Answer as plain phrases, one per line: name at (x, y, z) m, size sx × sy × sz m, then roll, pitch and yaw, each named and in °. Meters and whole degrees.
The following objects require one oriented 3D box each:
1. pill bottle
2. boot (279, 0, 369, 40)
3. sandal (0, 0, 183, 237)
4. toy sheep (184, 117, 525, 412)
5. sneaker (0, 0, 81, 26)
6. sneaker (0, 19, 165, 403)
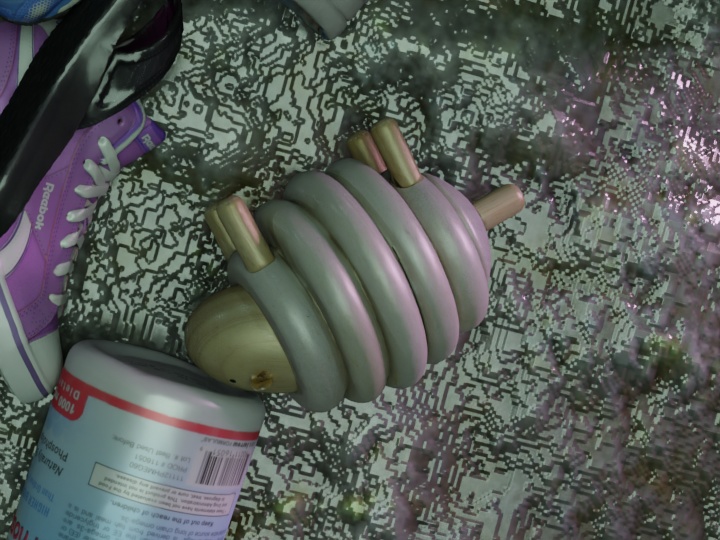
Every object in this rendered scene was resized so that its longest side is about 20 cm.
pill bottle at (-0.130, 0.145, 0.775) m, size 0.109 × 0.109 × 0.200 m, roll 19°, pitch 91°, yaw -8°
boot at (-0.053, -0.198, 0.748) m, size 0.200 × 0.074 × 0.096 m, roll 36°, pitch 93°, yaw -36°
sandal at (-0.132, -0.095, 0.732) m, size 0.048 × 0.075 × 0.201 m, roll 35°, pitch 82°, yaw -29°
toy sheep at (0.000, 0.000, 0.773) m, size 0.200 × 0.138 × 0.138 m, roll -28°, pitch 97°, yaw -11°
sneaker at (-0.160, -0.212, 0.686) m, size 0.078 × 0.089 × 0.200 m, roll 23°, pitch 116°, yaw 27°
sneaker at (-0.154, -0.035, 0.778) m, size 0.114 × 0.073 × 0.201 m, roll -9°, pitch 96°, yaw -9°
